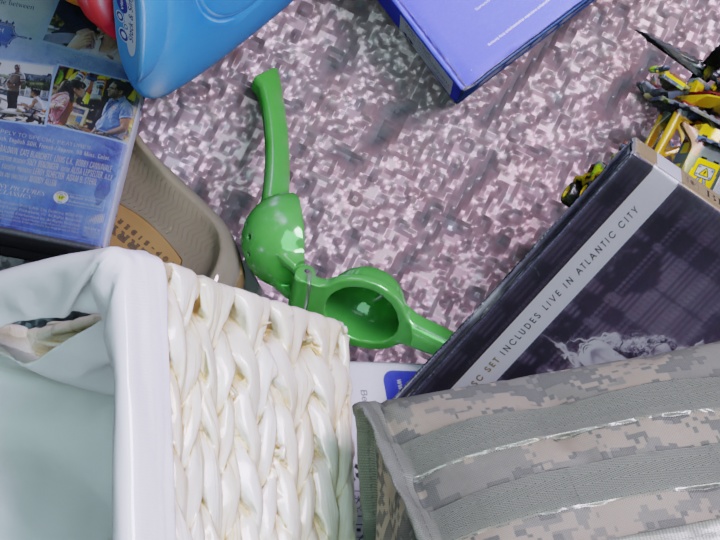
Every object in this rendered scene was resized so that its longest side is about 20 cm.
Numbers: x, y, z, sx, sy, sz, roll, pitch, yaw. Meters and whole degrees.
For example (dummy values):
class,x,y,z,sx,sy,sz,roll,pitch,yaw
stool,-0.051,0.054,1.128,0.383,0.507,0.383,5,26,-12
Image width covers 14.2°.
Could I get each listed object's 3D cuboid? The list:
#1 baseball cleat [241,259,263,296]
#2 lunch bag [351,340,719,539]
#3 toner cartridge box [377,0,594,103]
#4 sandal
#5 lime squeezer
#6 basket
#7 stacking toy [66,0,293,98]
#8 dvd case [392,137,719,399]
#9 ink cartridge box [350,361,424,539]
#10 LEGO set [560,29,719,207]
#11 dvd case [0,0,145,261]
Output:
class,x,y,z,sx,sy,sz,roll,pitch,yaw
baseball cleat,-0.042,0.095,1.115,0.106,0.070,0.200,-28,77,2
lunch bag,0.096,0.119,0.934,0.164,0.200,0.118,-10,123,-9
toner cartridge box,0.090,-0.164,1.146,0.200,0.043,0.095,-37,89,-4
sandal,-0.129,-0.044,1.105,0.200,0.054,0.080,36,78,21
lime squeezer,0.000,0.000,1.090,0.200,0.071,0.038,44,127,28
basket,-0.083,0.106,0.998,0.136,0.123,0.200,-14,71,40
stacking toy,-0.116,-0.162,1.084,0.200,0.116,0.110,31,52,27
dvd case,0.131,0.058,1.042,0.200,0.016,0.149,33,120,-15
ink cartridge box,0.062,0.085,1.095,0.200,0.037,0.095,2,67,-28
LEGO set,0.190,-0.031,1.088,0.200,0.154,0.116,28,84,-3
dvd case,-0.148,-0.094,1.093,0.143,0.018,0.200,11,54,0
